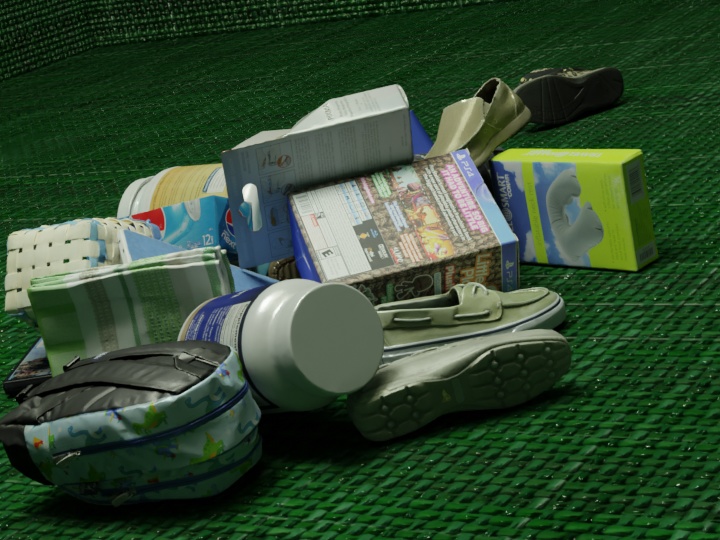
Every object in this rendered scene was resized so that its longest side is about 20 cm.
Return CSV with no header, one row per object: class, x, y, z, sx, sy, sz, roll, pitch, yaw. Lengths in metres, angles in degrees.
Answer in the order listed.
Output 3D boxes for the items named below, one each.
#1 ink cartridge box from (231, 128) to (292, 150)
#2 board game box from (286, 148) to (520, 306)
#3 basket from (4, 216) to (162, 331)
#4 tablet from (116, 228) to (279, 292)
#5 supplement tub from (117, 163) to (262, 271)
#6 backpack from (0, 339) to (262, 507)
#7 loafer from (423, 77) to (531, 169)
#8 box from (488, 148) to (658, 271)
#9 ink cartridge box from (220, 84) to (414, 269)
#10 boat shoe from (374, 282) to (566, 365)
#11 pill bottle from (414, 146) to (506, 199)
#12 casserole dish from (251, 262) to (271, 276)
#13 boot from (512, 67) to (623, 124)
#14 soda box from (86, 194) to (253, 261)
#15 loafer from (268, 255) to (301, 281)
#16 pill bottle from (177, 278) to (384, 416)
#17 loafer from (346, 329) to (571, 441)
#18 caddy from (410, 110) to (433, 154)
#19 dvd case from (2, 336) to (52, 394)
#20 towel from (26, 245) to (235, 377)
ink cartridge box,-0.044,-0.097,1.992,0.199,0.146,0.084,-2,20,31
board game box,0.042,-0.020,1.655,0.199,0.097,0.160,-14,42,-9
basket,-0.273,0.016,1.746,0.176,0.140,0.200,-8,-11,35
tablet,-0.149,0.021,1.658,0.199,0.014,0.130,20,24,-27
supplement tub,-0.174,-0.055,1.941,0.199,0.145,0.145,-2,19,29
backpack,-0.177,0.126,1.377,0.200,0.154,0.163,-27,3,34
loafer,0.112,-0.149,1.795,0.075,0.068,0.200,-22,14,44
box,0.218,-0.068,1.755,0.199,0.123,0.048,5,23,44
ink cartridge box,-0.042,-0.096,1.699,0.199,0.163,0.057,-11,41,-6
boat shoe,0.102,0.045,1.560,0.199,0.062,0.072,-15,16,-15
pill bottle,0.087,-0.083,1.871,0.199,0.107,0.106,-12,12,-42
casserole dish,-0.064,-0.057,1.808,0.039,0.201,0.121,39,39,22
boot,0.279,-0.267,2.484,0.203,0.074,0.154,-15,13,-28
soda box,-0.215,-0.033,1.831,0.199,0.065,0.068,-12,-13,35
loafer,0.000,0.000,1.777,0.199,0.076,0.067,-2,14,3
pill bottle,-0.071,0.069,1.432,0.115,0.116,0.200,-22,5,-33
loafer,0.083,0.089,1.411,0.199,0.070,0.070,-14,25,-7
caddy,0.024,-0.124,2.121,0.141,0.105,0.200,-30,2,38
dvd case,-0.270,0.088,1.752,0.199,0.018,0.143,-8,17,8
towel,-0.209,0.063,1.558,0.199,0.150,0.031,-9,16,10
